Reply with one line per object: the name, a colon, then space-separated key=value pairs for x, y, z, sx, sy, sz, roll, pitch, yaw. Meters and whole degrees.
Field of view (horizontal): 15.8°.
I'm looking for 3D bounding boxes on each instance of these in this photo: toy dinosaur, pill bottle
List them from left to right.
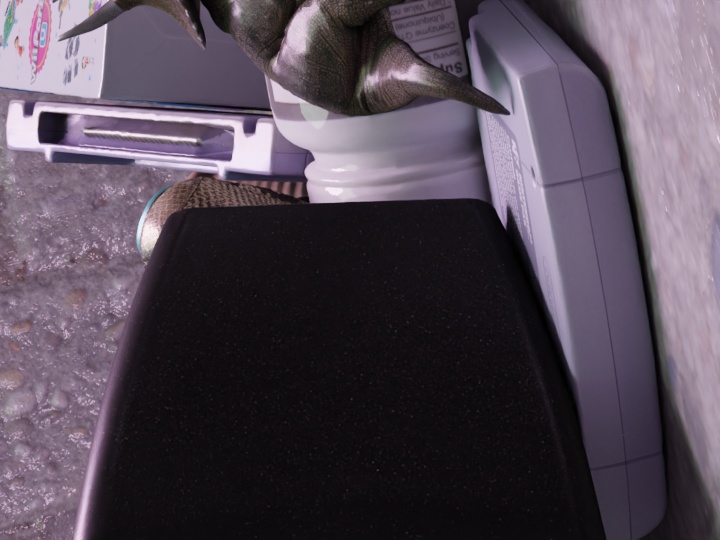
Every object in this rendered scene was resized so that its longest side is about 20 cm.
toy dinosaur: x=-0.020 y=-0.108 z=1.030 sx=0.077 sy=0.200 sz=0.102 roll=-47 pitch=-18 yaw=-49
pill bottle: x=0.009 y=-0.116 z=1.109 sx=0.114 sy=0.114 sz=0.200 roll=-123 pitch=21 yaw=-76

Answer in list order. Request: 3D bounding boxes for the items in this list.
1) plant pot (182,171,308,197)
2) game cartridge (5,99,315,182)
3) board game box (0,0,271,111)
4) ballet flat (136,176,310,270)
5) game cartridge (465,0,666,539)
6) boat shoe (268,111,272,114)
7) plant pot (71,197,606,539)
plant pot: x=0.000 y=0.000 z=1.361 sx=0.093 sy=0.201 sz=0.201 roll=-45 pitch=49 yaw=39
game cartridge: x=-0.062 y=-0.061 z=1.257 sx=0.200 sy=0.130 sz=0.038 roll=7 pitch=91 yaw=46
board game box: x=-0.088 y=-0.114 z=1.309 sx=0.200 sy=0.147 sz=0.064 roll=-165 pitch=80 yaw=-67
ballet flat: x=-0.021 y=-0.003 z=1.185 sx=0.200 sy=0.075 sz=0.068 roll=7 pitch=-76 yaw=-59
game cartridge: x=0.083 y=0.001 z=1.033 sx=0.133 sy=0.040 sz=0.200 roll=-106 pitch=5 yaw=-69
boat shoe: x=0.006 y=-0.108 z=1.364 sx=0.200 sy=0.076 sz=0.074 roll=-177 pitch=86 yaw=-68
plant pot: x=-0.007 y=0.079 z=1.058 sx=0.200 sy=0.200 sz=0.178 roll=87 pitch=-178 yaw=-62
